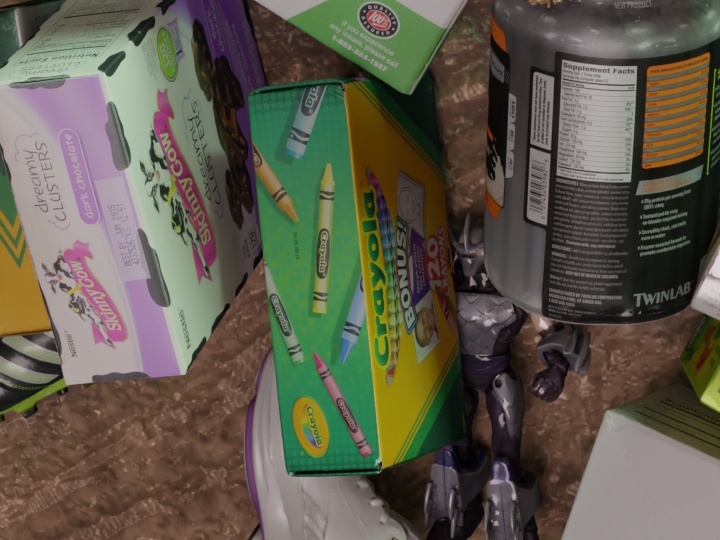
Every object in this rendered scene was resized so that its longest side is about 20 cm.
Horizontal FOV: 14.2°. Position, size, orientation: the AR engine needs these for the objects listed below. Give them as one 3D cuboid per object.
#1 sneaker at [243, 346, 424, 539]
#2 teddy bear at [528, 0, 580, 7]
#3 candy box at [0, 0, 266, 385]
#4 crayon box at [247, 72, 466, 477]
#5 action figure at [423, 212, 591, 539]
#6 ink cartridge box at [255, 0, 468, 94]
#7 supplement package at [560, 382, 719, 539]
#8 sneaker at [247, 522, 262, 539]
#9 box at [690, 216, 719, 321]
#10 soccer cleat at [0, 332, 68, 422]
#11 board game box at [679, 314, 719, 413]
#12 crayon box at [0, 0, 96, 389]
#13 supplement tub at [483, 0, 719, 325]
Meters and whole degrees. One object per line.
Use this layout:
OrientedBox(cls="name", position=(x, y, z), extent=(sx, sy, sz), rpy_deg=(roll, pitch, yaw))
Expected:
OrientedBox(cls="sneaker", position=(-0.012, 0.137, 1.636), extent=(0.099, 0.075, 0.201), rpy_deg=(-10, 84, 5))
OrientedBox(cls="teddy bear", position=(0.103, -0.194, 1.347), extent=(0.199, 0.067, 0.146), rpy_deg=(-12, 96, -21))
OrientedBox(cls="candy box", position=(-0.110, -0.061, 1.512), extent=(0.071, 0.200, 0.169), rpy_deg=(-5, 115, 19))
OrientedBox(cls="crayon box", position=(0.000, 0.000, 1.518), extent=(0.058, 0.119, 0.201), rpy_deg=(-4, 93, 24))
OrientedBox(cls="action figure", position=(0.067, 0.063, 1.596), extent=(0.129, 0.069, 0.201), rpy_deg=(9, 114, 29))
OrientedBox(cls="ink cartridge box", position=(0.019, -0.215, 1.460), extent=(0.146, 0.084, 0.200), rpy_deg=(33, 120, 0))
OrientedBox(cls="supplement package", position=(0.185, 0.186, 1.550), extent=(0.155, 0.111, 0.201), rpy_deg=(24, 106, 22))
OrientedBox(cls="sneaker", position=(-0.031, 0.246, 1.714), extent=(0.089, 0.079, 0.201), rpy_deg=(11, 118, 15))
OrientedBox(cls="box", position=(0.199, -0.026, 1.432), extent=(0.041, 0.200, 0.039), rpy_deg=(26, 115, 4))
OrientedBox(cls="soccer cleat", position=(-0.186, 0.037, 1.670), extent=(0.199, 0.068, 0.081), rpy_deg=(-23, 97, 20))
OrientedBox(cls="board game box", position=(0.220, 0.060, 1.469), extent=(0.101, 0.200, 0.048), rpy_deg=(30, 95, 1))
OrientedBox(cls="crayon box", position=(-0.162, -0.044, 1.551), extent=(0.051, 0.126, 0.201), rpy_deg=(-7, 97, 20))
OrientedBox(cls="supplement tub", position=(0.125, -0.084, 1.472), extent=(0.122, 0.123, 0.201), rpy_deg=(8, 117, 13))
